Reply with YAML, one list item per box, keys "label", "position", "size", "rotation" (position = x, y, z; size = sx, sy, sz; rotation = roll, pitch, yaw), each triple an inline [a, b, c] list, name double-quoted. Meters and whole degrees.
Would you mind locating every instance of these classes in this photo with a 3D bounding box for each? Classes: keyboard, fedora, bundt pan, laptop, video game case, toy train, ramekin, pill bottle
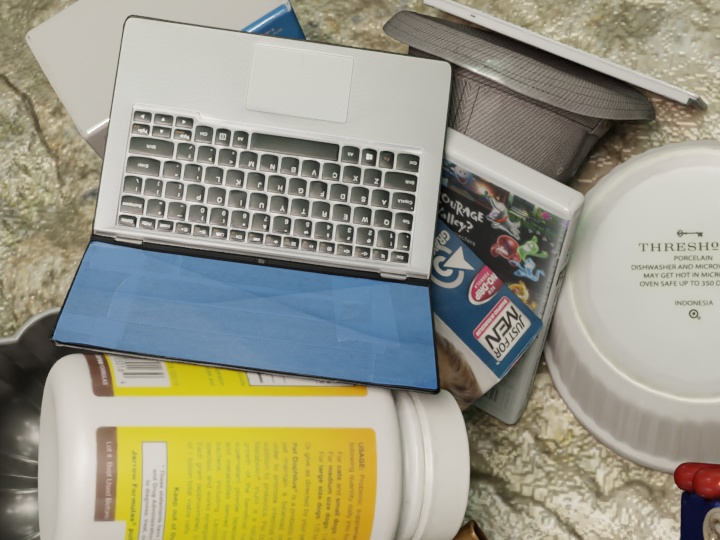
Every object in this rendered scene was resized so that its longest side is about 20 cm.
- label: "keyboard"
  position: [0.133, -0.146, 1.021]
  size: [0.199, 0.056, 0.011]
  rotation: [25, 102, 18]
- label: "fedora"
  position: [0.088, -0.094, 0.963]
  size: [0.176, 0.200, 0.091]
  rotation: [23, 102, 11]
- label: "bundt pan"
  position: [-0.162, 0.125, 0.972]
  size: [0.200, 0.076, 0.204]
  rotation: [-3, 71, 9]
- label: "laptop"
  position: [-0.046, -0.041, 0.792]
  size: [0.185, 0.116, 0.202]
  rotation: [8, 79, -4]
- label: "video game case"
  position: [0.028, -0.017, 0.938]
  size: [0.199, 0.183, 0.023]
  rotation: [29, 47, 19]
- label: "toy train"
  position: [0.234, 0.149, 0.822]
  size: [0.115, 0.200, 0.086]
  rotation: [2, 85, 3]
- label: "ramekin"
  position: [0.204, 0.016, 0.929]
  size: [0.200, 0.094, 0.204]
  rotation: [-4, 71, 10]
- label: "pill bottle"
  position: [-0.052, 0.096, 0.751]
  size: [0.198, 0.109, 0.110]
  rotation: [2, 69, -17]

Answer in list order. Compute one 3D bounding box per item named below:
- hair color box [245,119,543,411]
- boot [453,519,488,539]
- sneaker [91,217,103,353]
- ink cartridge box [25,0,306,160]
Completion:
- label: "hair color box"
  position: [0.000, 0.000, 0.909]
  size: [0.200, 0.100, 0.061]
  rotation: [45, 47, 1]
- label: "boot"
  position: [-0.013, 0.204, 0.865]
  size: [0.199, 0.068, 0.189]
  rotation: [-36, 94, 14]
- label: "sneaker"
  position: [-0.108, 0.035, 0.914]
  size: [0.082, 0.072, 0.202]
  rotation: [-12, 66, 0]
- label: "ink cartridge box"
  position: [-0.101, -0.114, 0.978]
  size: [0.144, 0.200, 0.085]
  rotation: [-32, 70, -1]
